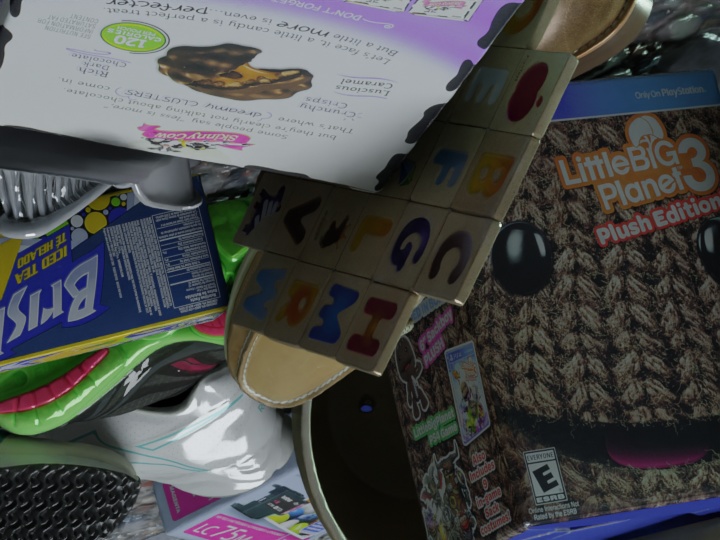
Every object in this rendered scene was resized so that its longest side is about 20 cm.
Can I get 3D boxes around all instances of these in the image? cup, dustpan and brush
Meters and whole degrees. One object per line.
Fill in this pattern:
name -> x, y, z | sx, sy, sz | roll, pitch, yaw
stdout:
cup -> 0.048, 0.072, 1.394 | 0.200, 0.201, 0.143 | -12, -176, -15
dustpan and brush -> -0.109, -0.045, 1.124 | 0.139, 0.057, 0.200 | 7, -159, 21

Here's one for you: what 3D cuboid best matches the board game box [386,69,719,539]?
board game box -> 0.100, 0.022, 1.255 | 0.159, 0.201, 0.097 | -7, 165, -25

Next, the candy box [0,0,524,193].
candy box -> -0.038, -0.111, 0.963 | 0.167, 0.072, 0.200 | 9, 154, -17

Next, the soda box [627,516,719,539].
soda box -> 0.127, 0.165, 1.272 | 0.199, 0.064, 0.068 | -15, 155, 4

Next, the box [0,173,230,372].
box -> -0.163, 0.013, 1.206 | 0.199, 0.065, 0.070 | -13, 177, -11

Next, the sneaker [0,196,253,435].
sneaker -> -0.088, 0.019, 1.308 | 0.199, 0.077, 0.084 | -19, 174, 9

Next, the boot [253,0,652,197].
boot -> 0.023, -0.083, 1.152 | 0.200, 0.074, 0.075 | -37, 150, 16

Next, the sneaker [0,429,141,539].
sneaker -> -0.201, 0.085, 1.322 | 0.199, 0.094, 0.070 | 3, 134, -34

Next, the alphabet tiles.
alphabet tiles -> 0.012, -0.044, 1.067 | 0.006, 0.167, 0.200 | 29, 174, -27

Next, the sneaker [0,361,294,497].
sneaker -> -0.137, 0.079, 1.397 | 0.200, 0.071, 0.080 | -14, 134, 15

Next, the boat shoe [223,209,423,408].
boat shoe -> 0.000, 0.000, 1.130 | 0.071, 0.076, 0.200 | 17, 132, -20

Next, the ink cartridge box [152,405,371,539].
ink cartridge box -> -0.007, 0.107, 1.585 | 0.200, 0.042, 0.119 | -30, 155, 21
